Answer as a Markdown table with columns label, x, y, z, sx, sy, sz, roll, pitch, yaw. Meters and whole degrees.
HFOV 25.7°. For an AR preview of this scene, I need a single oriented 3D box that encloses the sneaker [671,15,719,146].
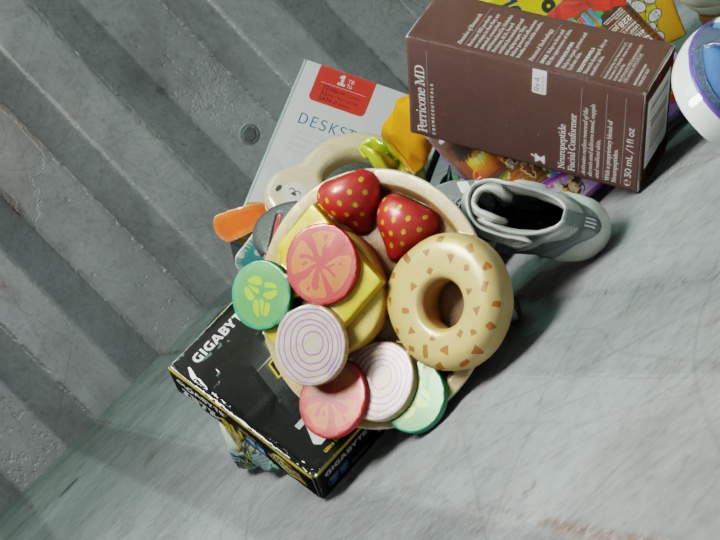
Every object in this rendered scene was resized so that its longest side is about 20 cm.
| label | x | y | z | sx | sy | sz | roll | pitch | yaw |
| --- | --- | --- | --- | --- | --- | --- | --- | --- | --- |
| sneaker | 0.302 | -0.176 | 1.073 | 0.146 | 0.081 | 0.200 | -43 | 1 | 43 |

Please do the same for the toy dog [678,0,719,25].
| label | x | y | z | sx | sy | sz | roll | pitch | yaw |
| --- | --- | --- | --- | --- | --- | --- | --- | --- | --- |
| toy dog | 0.315 | -0.265 | 1.339 | 0.194 | 0.140 | 0.200 | -35 | -4 | 9 |

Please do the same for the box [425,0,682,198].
| label | x | y | z | sx | sy | sz | roll | pitch | yaw |
| --- | --- | --- | --- | --- | --- | --- | --- | --- | --- |
| box | 0.170 | -0.132 | 1.320 | 0.200 | 0.137 | 0.039 | -43 | -14 | 6 |

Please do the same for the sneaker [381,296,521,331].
| label | x | y | z | sx | sy | sz | roll | pitch | yaw |
| --- | --- | --- | --- | --- | --- | --- | --- | --- | --- |
| sneaker | 0.023 | 0.009 | 1.210 | 0.087 | 0.200 | 0.075 | -55 | -30 | -9 |

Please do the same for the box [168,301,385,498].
| label | x | y | z | sx | sy | sz | roll | pitch | yaw |
| --- | --- | --- | --- | --- | --- | --- | --- | --- | --- |
| box | -0.027 | 0.059 | 1.255 | 0.200 | 0.160 | 0.049 | -46 | -26 | -19 |

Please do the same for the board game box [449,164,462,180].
| label | x | y | z | sx | sy | sz | roll | pitch | yaw |
| --- | --- | --- | --- | --- | --- | --- | --- | --- | --- |
| board game box | 0.088 | -0.103 | 1.417 | 0.023 | 0.200 | 0.105 | -11 | 6 | 6 |

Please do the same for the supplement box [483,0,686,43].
| label | x | y | z | sx | sy | sz | roll | pitch | yaw |
| --- | --- | --- | --- | --- | --- | --- | --- | --- | --- |
| supplement box | 0.182 | -0.233 | 1.468 | 0.200 | 0.109 | 0.110 | -25 | 17 | 3 |

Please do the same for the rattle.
| label | x | y | z | sx | sy | sz | roll | pitch | yaw |
| --- | --- | --- | --- | --- | --- | --- | --- | --- | --- |
| rattle | -0.034 | -0.074 | 1.411 | 0.200 | 0.130 | 0.143 | -6 | -7 | -5 |

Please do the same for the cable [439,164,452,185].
| label | x | y | z | sx | sy | sz | roll | pitch | yaw |
| --- | --- | --- | --- | --- | --- | --- | --- | --- | --- |
| cable | 0.080 | -0.059 | 1.566 | 0.163 | 0.051 | 0.200 | -58 | -3 | 9 |

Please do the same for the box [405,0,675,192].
| label | x | y | z | sx | sy | sz | roll | pitch | yaw |
| --- | --- | --- | --- | --- | --- | --- | --- | --- | --- |
| box | 0.139 | -0.142 | 1.241 | 0.075 | 0.200 | 0.100 | -53 | -30 | -38 |

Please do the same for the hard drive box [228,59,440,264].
| label | x | y | z | sx | sy | sz | roll | pitch | yaw |
| --- | --- | --- | --- | --- | --- | --- | --- | --- | --- |
| hard drive box | -0.019 | -0.081 | 1.526 | 0.077 | 0.156 | 0.200 | 91 | -162 | -72 |

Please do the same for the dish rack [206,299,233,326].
| label | x | y | z | sx | sy | sz | roll | pitch | yaw |
| --- | --- | --- | --- | --- | --- | --- | --- | --- | --- |
| dish rack | -0.060 | 0.027 | 1.636 | 0.200 | 0.055 | 0.153 | -3 | -24 | -36 |

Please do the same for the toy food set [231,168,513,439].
| label | x | y | z | sx | sy | sz | roll | pitch | yaw |
| --- | --- | --- | --- | --- | --- | --- | --- | --- | --- |
| toy food set | 0.006 | 0.025 | 1.161 | 0.198 | 0.200 | 0.049 | -50 | -21 | 18 |

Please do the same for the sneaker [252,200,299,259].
| label | x | y | z | sx | sy | sz | roll | pitch | yaw |
| --- | --- | --- | --- | --- | --- | --- | --- | --- | --- |
| sneaker | 0.000 | 0.000 | 1.389 | 0.087 | 0.200 | 0.074 | 83 | -157 | -66 |

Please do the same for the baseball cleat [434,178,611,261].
| label | x | y | z | sx | sy | sz | roll | pitch | yaw |
| --- | --- | --- | --- | --- | --- | --- | --- | --- | --- |
| baseball cleat | 0.090 | -0.046 | 1.199 | 0.200 | 0.106 | 0.070 | -1 | 76 | 41 |

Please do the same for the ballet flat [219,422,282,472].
| label | x | y | z | sx | sy | sz | roll | pitch | yaw |
| --- | --- | --- | --- | --- | --- | --- | --- | --- | --- |
| ballet flat | -0.097 | 0.147 | 1.473 | 0.074 | 0.074 | 0.200 | -46 | 7 | -17 |
